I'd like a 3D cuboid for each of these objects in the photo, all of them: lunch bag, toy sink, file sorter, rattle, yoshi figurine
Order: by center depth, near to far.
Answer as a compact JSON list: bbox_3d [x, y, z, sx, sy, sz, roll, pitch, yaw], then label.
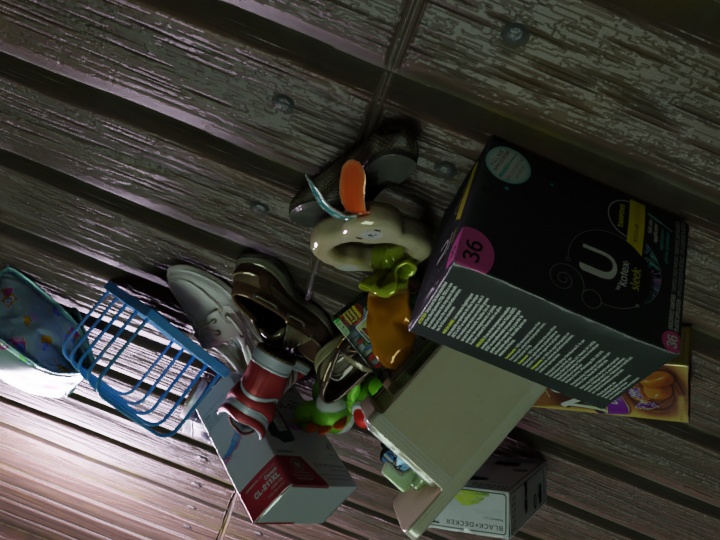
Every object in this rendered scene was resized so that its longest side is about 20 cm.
[{"bbox_3d":[0.000,0.000,0.761,0.130,0.143,0.200,16,167,9],"label":"rattle"},{"bbox_3d":[0.072,0.148,0.807,0.112,0.200,0.130,42,177,0],"label":"toy sink"},{"bbox_3d":[-0.293,0.118,1.048,0.139,0.123,0.200,44,165,-30],"label":"file sorter"},{"bbox_3d":[0.004,0.163,1.074,0.199,0.113,0.112,-16,173,21],"label":"yoshi figurine"},{"bbox_3d":[-0.508,0.112,1.213,0.200,0.122,0.170,39,140,-15],"label":"lunch bag"}]

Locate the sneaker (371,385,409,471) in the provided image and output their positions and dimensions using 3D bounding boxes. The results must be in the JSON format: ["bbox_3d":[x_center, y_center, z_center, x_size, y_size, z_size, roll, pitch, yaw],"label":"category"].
[{"bbox_3d":[0.060,0.215,0.978,0.090,0.078,0.200,-33,132,6],"label":"sneaker"}]

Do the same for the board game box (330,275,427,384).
[{"bbox_3d":[0.067,0.099,0.887,0.200,0.105,0.023,52,173,-11],"label":"board game box"}]

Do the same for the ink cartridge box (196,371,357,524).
[{"bbox_3d":[-0.119,0.244,1.092,0.083,0.200,0.146,-49,144,15],"label":"ink cartridge box"}]

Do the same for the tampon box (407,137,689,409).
[{"bbox_3d":[0.168,0.005,0.713,0.199,0.150,0.126,22,145,-3],"label":"tampon box"}]

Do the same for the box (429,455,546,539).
[{"bbox_3d":[0.178,0.305,1.084,0.116,0.060,0.200,0,179,28],"label":"box"}]

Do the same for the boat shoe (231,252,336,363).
[{"bbox_3d":[-0.100,0.064,0.988,0.076,0.072,0.200,-10,135,35],"label":"boat shoe"}]

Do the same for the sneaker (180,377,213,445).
[{"bbox_3d":[-0.231,0.240,1.284,0.108,0.070,0.200,25,151,1],"label":"sneaker"}]

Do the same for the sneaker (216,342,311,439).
[{"bbox_3d":[-0.124,0.155,1.028,0.071,0.113,0.200,28,177,8],"label":"sneaker"}]

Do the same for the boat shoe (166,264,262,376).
[{"bbox_3d":[-0.189,0.072,1.045,0.071,0.069,0.200,-10,135,35],"label":"boat shoe"}]

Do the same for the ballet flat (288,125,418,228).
[{"bbox_3d":[-0.010,-0.090,0.775,0.067,0.047,0.200,13,156,-28],"label":"ballet flat"}]

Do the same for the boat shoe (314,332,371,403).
[{"bbox_3d":[0.009,0.092,0.943,0.072,0.072,0.200,29,127,-23],"label":"boat shoe"}]

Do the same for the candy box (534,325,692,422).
[{"bbox_3d":[0.264,0.110,0.886,0.199,0.057,0.117,3,141,25],"label":"candy box"}]
